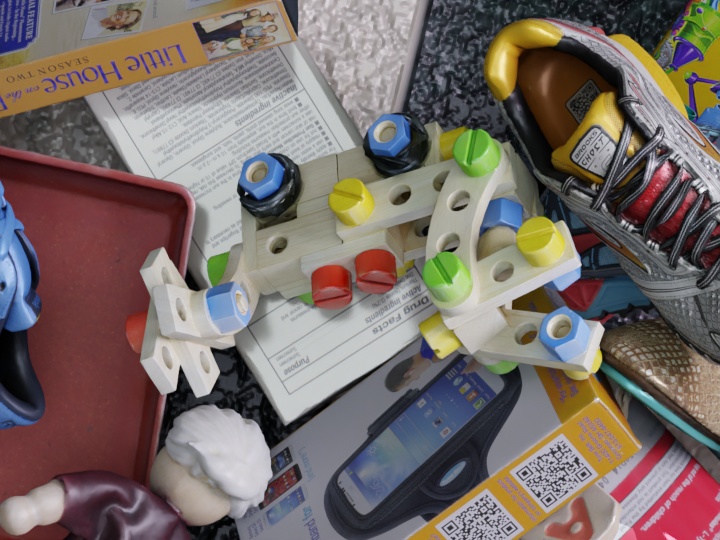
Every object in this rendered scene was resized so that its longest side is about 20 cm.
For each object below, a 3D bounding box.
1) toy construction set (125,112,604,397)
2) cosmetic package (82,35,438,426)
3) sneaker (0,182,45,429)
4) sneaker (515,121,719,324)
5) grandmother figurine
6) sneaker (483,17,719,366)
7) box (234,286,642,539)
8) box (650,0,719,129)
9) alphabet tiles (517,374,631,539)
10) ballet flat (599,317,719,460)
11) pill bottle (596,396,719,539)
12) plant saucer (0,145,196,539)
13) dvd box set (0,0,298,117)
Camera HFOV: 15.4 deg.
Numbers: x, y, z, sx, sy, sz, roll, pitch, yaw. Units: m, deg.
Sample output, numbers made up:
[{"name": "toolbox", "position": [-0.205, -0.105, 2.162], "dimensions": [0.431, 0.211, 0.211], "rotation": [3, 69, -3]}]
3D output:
[{"name": "toy construction set", "position": [0.000, 0.000, 1.133], "dimensions": [0.199, 0.092, 0.132], "rotation": [-8, 57, 6]}, {"name": "cosmetic package", "position": [-0.044, -0.038, 1.242], "dimensions": [0.103, 0.073, 0.201], "rotation": [-31, 87, -2]}, {"name": "sneaker", "position": [-0.169, -0.023, 1.139], "dimensions": [0.078, 0.066, 0.201], "rotation": [9, 119, 21]}, {"name": "sneaker", "position": [0.122, -0.033, 1.183], "dimensions": [0.096, 0.199, 0.079], "rotation": [55, 47, -15]}, {"name": "grandmother figurine", "position": [-0.117, 0.133, 1.154], "dimensions": [0.200, 0.122, 0.060], "rotation": [-43, 46, -15]}, {"name": "sneaker", "position": [0.118, -0.030, 1.104], "dimensions": [0.078, 0.082, 0.200], "rotation": [-52, 58, 16]}, {"name": "box", "position": [0.018, 0.092, 1.163], "dimensions": [0.200, 0.119, 0.042], "rotation": [-36, 121, 8]}, {"name": "box", "position": [0.261, -0.113, 1.178], "dimensions": [0.200, 0.193, 0.122], "rotation": [36, 43, 1]}, {"name": "alphabet tiles", "position": [0.028, 0.108, 1.186], "dimensions": [0.200, 0.196, 0.015], "rotation": [-44, 123, -3]}, {"name": "ballet flat", "position": [0.167, 0.051, 1.187], "dimensions": [0.065, 0.200, 0.071], "rotation": [-48, 58, 5]}, {"name": "pill bottle", "position": [0.149, 0.163, 1.211], "dimensions": [0.112, 0.112, 0.200], "rotation": [-43, 87, -3]}, {"name": "plant saucer", "position": [-0.176, 0.039, 1.220], "dimensions": [0.198, 0.037, 0.201], "rotation": [12, 99, 14]}, {"name": "dvd box set", "position": [-0.125, -0.135, 1.208], "dimensions": [0.199, 0.029, 0.147], "rotation": [-14, 44, 10]}]
